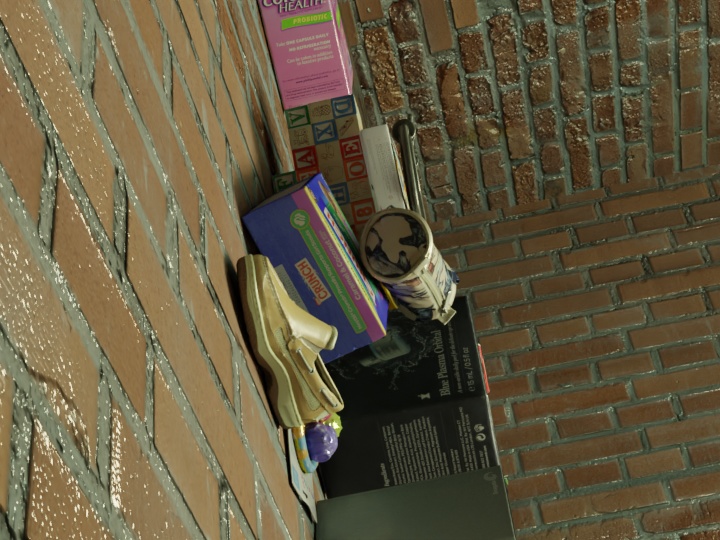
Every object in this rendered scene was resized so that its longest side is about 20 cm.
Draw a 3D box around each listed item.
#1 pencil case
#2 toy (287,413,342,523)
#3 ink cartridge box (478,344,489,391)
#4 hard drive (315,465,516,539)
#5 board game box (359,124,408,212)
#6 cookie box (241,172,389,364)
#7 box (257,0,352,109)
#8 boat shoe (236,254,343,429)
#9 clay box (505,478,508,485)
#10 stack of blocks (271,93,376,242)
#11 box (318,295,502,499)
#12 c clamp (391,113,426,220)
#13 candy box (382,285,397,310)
[{"bbox_3d":[0.055,-0.003,1.473,0.089,0.078,0.200,33,-6,18],"label":"pencil case"},{"bbox_3d":[-0.047,0.141,1.404,0.115,0.047,0.200,68,11,-58],"label":"toy"},{"bbox_3d":[0.061,0.125,1.816,0.116,0.200,0.067,74,7,-48],"label":"ink cartridge box"},{"bbox_3d":[0.055,0.263,1.393,0.140,0.200,0.033,-92,169,-66],"label":"hard drive"},{"bbox_3d":[0.034,-0.093,1.610,0.200,0.035,0.126,23,54,-85],"label":"board game box"},{"bbox_3d":[-0.040,-0.007,1.434,0.171,0.075,0.200,62,7,-6],"label":"cookie box"},{"bbox_3d":[-0.077,-0.341,1.925,0.176,0.097,0.200,-89,166,-69],"label":"box"},{"bbox_3d":[-0.059,0.060,1.269,0.072,0.076,0.200,-96,173,-47],"label":"boat shoe"},{"bbox_3d":[0.102,0.318,1.845,0.115,0.200,0.048,59,20,-75],"label":"clay box"},{"bbox_3d":[-0.042,-0.099,1.632,0.059,0.115,0.200,69,10,-66],"label":"stack of blocks"},{"bbox_3d":[0.046,0.143,1.577,0.197,0.200,0.117,-95,173,-57],"label":"box"},{"bbox_3d":[0.057,-0.119,1.607,0.200,0.027,0.171,56,27,-83],"label":"c clamp"},{"bbox_3d":[0.031,-0.011,1.714,0.102,0.026,0.200,-18,78,-58],"label":"candy box"}]
